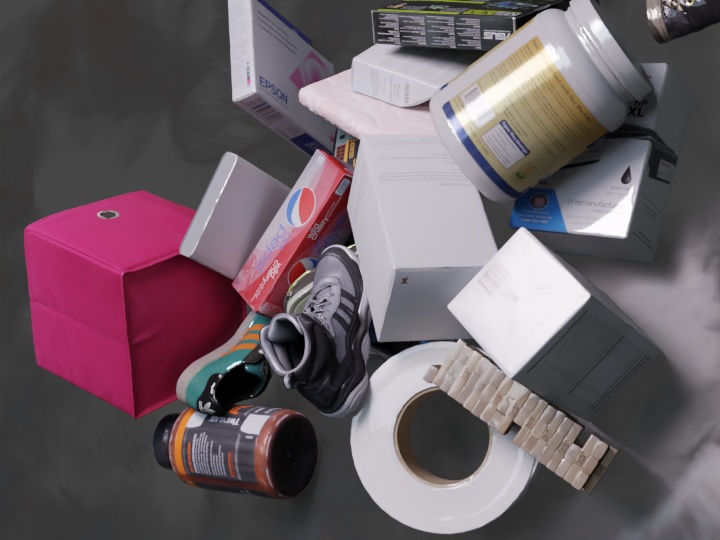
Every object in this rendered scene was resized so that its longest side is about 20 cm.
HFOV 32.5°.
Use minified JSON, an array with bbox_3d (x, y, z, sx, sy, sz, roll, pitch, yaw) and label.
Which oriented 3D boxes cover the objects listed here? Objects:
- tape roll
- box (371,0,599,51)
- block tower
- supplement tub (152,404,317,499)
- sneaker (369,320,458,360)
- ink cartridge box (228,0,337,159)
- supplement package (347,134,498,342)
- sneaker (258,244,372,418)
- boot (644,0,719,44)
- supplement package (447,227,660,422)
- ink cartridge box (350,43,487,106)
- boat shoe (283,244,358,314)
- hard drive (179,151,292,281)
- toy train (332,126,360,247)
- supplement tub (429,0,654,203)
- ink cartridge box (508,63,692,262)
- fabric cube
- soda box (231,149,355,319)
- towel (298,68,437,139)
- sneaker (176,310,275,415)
[{"bbox_3d":[0.094,0.176,1.315,0.202,0.071,0.203,-2,84,14],"label":"tape roll"},{"bbox_3d":[0.148,-0.299,1.444,0.199,0.193,0.048,12,120,36],"label":"box"},{"bbox_3d":[0.161,0.143,1.237,0.200,0.054,0.058,34,93,14],"label":"block tower"},{"bbox_3d":[-0.158,0.215,1.497,0.199,0.107,0.107,0,72,34],"label":"supplement tub"},{"bbox_3d":[0.027,0.064,1.442,0.200,0.085,0.077,21,85,39],"label":"sneaker"},{"bbox_3d":[-0.097,-0.264,1.586,0.043,0.196,0.201,-16,64,27],"label":"ink cartridge box"},{"bbox_3d":[0.063,-0.037,1.317,0.118,0.116,0.200,103,161,-46],"label":"supplement package"},{"bbox_3d":[-0.046,0.049,1.311,0.075,0.114,0.201,-20,56,33],"label":"sneaker"},{"bbox_3d":[0.393,-0.356,1.362,0.150,0.073,0.201,-3,74,35],"label":"boot"},{"bbox_3d":[0.199,0.060,1.251,0.114,0.200,0.110,-47,54,9],"label":"supplement package"},{"bbox_3d":[0.114,-0.235,1.474,0.200,0.047,0.160,25,42,27],"label":"ink cartridge box"},{"bbox_3d":[0.000,0.000,1.437,0.201,0.072,0.061,-29,23,-4],"label":"boat shoe"},{"bbox_3d":[-0.124,-0.046,1.516,0.027,0.200,0.132,21,85,38],"label":"hard drive"},{"bbox_3d":[0.013,-0.101,1.526,0.114,0.085,0.201,-10,68,45],"label":"toy train"},{"bbox_3d":[0.187,-0.178,1.281,0.200,0.144,0.145,-35,56,20],"label":"supplement tub"},{"bbox_3d":[0.263,-0.122,1.352,0.144,0.084,0.201,7,76,36],"label":"ink cartridge box"},{"bbox_3d":[-0.278,0.034,1.549,0.199,0.196,0.201,20,120,39],"label":"fabric cube"},{"bbox_3d":[-0.067,-0.038,1.471,0.200,0.063,0.070,-57,45,12],"label":"soda box"},{"bbox_3d":[0.058,-0.198,1.486,0.200,0.191,0.032,34,137,37],"label":"towel"},{"bbox_3d":[-0.125,0.109,1.501,0.200,0.072,0.080,-41,41,-26],"label":"sneaker"}]
